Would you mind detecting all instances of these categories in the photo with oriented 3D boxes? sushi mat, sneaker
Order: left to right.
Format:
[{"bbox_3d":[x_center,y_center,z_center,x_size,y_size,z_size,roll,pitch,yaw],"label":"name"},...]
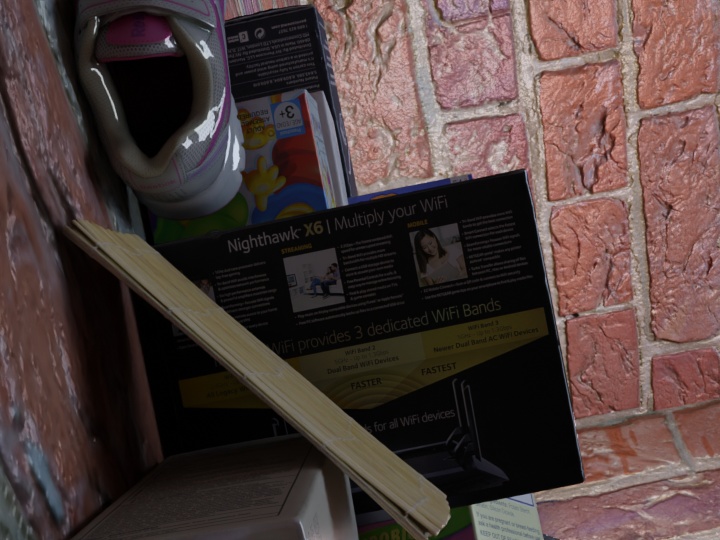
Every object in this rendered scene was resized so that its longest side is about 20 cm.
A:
[{"bbox_3d":[-0.100,-0.126,0.563,0.088,0.080,0.203,-75,154,-88],"label":"sneaker"},{"bbox_3d":[-0.041,0.046,0.501,0.199,0.012,0.096,40,0,8],"label":"sushi mat"}]

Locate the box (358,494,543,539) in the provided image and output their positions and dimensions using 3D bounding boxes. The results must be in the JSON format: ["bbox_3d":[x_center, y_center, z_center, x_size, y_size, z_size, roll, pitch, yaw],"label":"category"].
[{"bbox_3d":[0.033,0.201,0.816,0.096,0.175,0.202,26,46,-46],"label":"box"}]

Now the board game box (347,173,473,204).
[{"bbox_3d":[0.000,0.000,0.909,0.135,0.197,0.045,76,4,-56],"label":"board game box"}]

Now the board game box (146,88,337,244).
[{"bbox_3d":[-0.058,0.007,0.679,0.105,0.102,0.203,-62,140,-86],"label":"board game box"}]

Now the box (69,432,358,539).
[{"bbox_3d":[-0.051,0.122,0.464,0.200,0.094,0.079,-11,90,-86],"label":"box"}]

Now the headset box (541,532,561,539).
[{"bbox_3d":[0.091,0.264,0.949,0.199,0.148,0.078,30,50,-43],"label":"headset box"}]

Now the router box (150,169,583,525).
[{"bbox_3d":[0.002,0.046,0.593,0.052,0.197,0.159,-59,139,-86],"label":"router box"}]

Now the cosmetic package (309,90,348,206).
[{"bbox_3d":[-0.054,-0.010,0.800,0.085,0.106,0.203,69,12,-81],"label":"cosmetic package"}]

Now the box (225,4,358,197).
[{"bbox_3d":[-0.067,-0.129,1.051,0.148,0.103,0.203,-83,162,-83],"label":"box"}]
